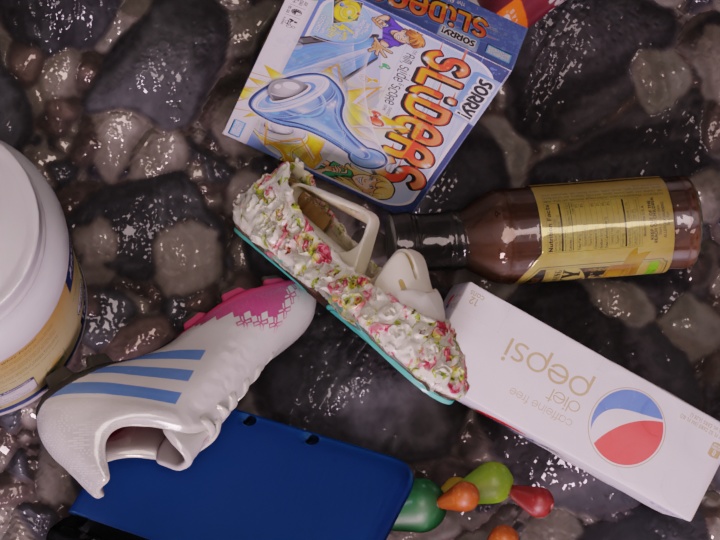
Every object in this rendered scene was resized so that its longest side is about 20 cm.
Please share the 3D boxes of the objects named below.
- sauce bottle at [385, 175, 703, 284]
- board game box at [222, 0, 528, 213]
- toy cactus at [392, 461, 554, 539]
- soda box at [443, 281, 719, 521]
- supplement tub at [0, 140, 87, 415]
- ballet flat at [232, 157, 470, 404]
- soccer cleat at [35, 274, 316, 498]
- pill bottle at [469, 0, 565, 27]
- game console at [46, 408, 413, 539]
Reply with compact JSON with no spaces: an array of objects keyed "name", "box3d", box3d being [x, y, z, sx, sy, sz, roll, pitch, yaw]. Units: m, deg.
[{"name":"sauce bottle","box3d":[0.116,-0.024,1.338,0.200,0.065,0.065,-4,88,-7]},{"name":"board game box","box3d":[0.004,-0.113,1.262,0.135,0.200,0.035,24,61,-5]},{"name":"toy cactus","box3d":[0.012,0.183,1.315,0.165,0.102,0.200,36,86,15]},{"name":"soda box","box3d":[0.135,0.084,1.336,0.200,0.064,0.068,29,84,-5]},{"name":"supplement tub","box3d":[-0.237,0.001,1.214,0.144,0.200,0.145,1,76,-3]},{"name":"ballet flat","box3d":[0.000,0.000,1.283,0.200,0.076,0.064,39,103,23]},{"name":"soccer cleat","box3d":[-0.101,0.075,1.283,0.200,0.070,0.086,-26,64,-23]},{"name":"pill bottle","box3d":[0.081,-0.205,1.317,0.200,0.114,0.114,-38,92,-7]},{"name":"game console","box3d":[-0.080,0.191,1.284,0.200,0.118,0.171,15,116,25]}]
